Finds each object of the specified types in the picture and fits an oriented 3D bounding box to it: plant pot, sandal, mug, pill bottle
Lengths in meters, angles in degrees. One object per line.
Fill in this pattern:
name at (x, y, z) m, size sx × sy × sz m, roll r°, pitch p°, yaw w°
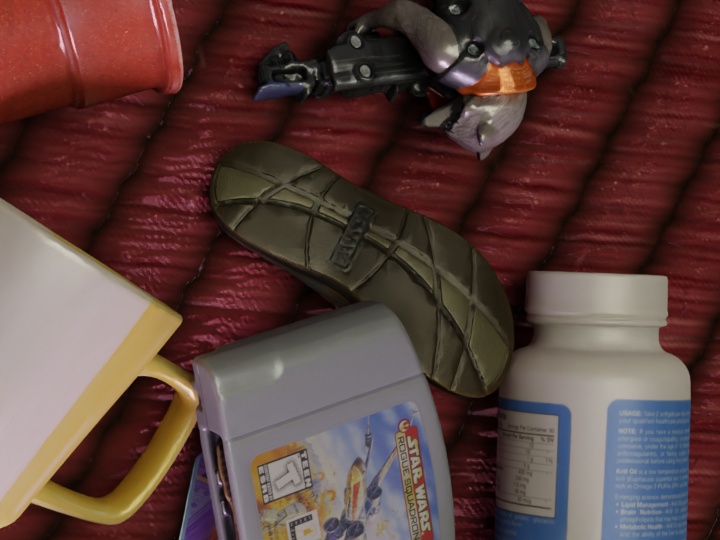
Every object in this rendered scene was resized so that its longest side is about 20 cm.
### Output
plant pot at (-0.214, -0.142, 0.885) m, size 0.194 × 0.201 × 0.202 m, roll -24°, pitch 100°, yaw -13°
sandal at (0.000, 0.000, 1.047) m, size 0.199 × 0.055 × 0.082 m, roll 30°, pitch 73°, yaw -6°
mug at (-0.175, 0.057, 0.920) m, size 0.186 × 0.149 × 0.154 m, roll 32°, pitch 86°, yaw -5°
pill bottle at (0.134, 0.102, 1.069) m, size 0.111 × 0.112 × 0.202 m, roll 3°, pitch 90°, yaw -23°

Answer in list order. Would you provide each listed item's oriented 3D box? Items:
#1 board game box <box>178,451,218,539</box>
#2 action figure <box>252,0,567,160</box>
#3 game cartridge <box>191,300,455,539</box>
board game box at (-0.027, 0.184, 1.038) m, size 0.157 × 0.039 × 0.201 m, roll 13°, pitch 86°, yaw -23°
action figure at (0.034, -0.154, 1.032) m, size 0.199 × 0.105 × 0.195 m, roll -18°, pitch 88°, yaw -24°
game cartridge at (-0.014, 0.124, 0.991) m, size 0.132 × 0.041 × 0.201 m, roll -16°, pitch 106°, yaw -25°
